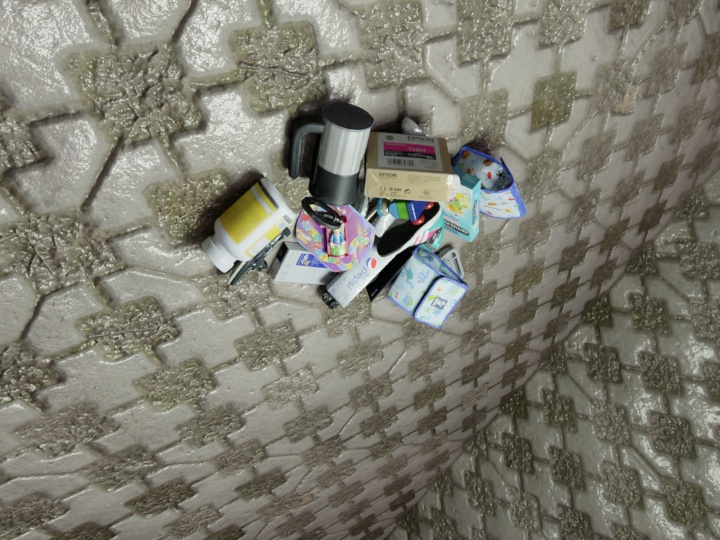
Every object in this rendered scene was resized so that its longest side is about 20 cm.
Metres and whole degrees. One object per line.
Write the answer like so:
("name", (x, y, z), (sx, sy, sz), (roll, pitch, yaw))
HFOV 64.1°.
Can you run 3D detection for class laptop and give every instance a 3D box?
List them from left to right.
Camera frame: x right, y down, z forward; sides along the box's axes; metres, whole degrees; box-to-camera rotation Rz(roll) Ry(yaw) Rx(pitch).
("laptop", (0.100, -0.003, 1.636), (0.178, 0.104, 0.198), (-47, 155, 15))

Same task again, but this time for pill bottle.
("pill bottle", (-0.245, -0.094, 1.244), (0.199, 0.113, 0.112), (-41, 145, 1))

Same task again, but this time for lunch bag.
("lunch bag", (0.202, 0.055, 1.728), (0.173, 0.197, 0.128), (-57, 176, 27))
("lunch bag", (0.357, -0.231, 1.576), (0.126, 0.198, 0.169), (-55, 143, -3))

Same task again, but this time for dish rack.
("dish rack", (0.255, 0.014, 1.886), (0.170, 0.044, 0.201), (-39, 145, -4))

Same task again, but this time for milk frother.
("milk frother", (-0.052, -0.219, 1.218), (0.175, 0.202, 0.192), (-10, 136, -28))

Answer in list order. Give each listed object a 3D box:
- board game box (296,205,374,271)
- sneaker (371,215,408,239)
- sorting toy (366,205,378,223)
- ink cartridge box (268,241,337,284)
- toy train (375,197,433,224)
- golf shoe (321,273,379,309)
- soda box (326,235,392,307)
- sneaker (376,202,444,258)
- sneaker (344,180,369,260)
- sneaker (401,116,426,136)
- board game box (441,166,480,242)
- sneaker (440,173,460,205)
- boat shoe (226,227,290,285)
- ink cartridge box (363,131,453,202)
("board game box", (-0.063, -0.083, 1.393), (0.199, 0.039, 0.158), (40, 106, -17))
("sneaker", (0.113, -0.121, 1.530), (0.197, 0.071, 0.082), (4, 125, -49))
("sorting toy", (0.050, -0.112, 1.573), (0.185, 0.037, 0.199), (-45, 149, 5))
("ink cartridge box", (-0.136, -0.016, 1.494), (0.196, 0.039, 0.101), (7, 123, -45))
("toy train", (0.122, -0.195, 1.409), (0.201, 0.112, 0.087), (-55, 137, -44))
("golf shoe", (-0.024, 0.025, 1.613), (0.197, 0.079, 0.094), (-35, -179, 6))
("soda box", (0.000, 0.000, 1.528), (0.068, 0.064, 0.200), (43, 93, -12))
("sneaker", (0.140, -0.081, 1.485), (0.197, 0.085, 0.121), (-36, 140, 5))
("sneaker", (-0.033, -0.128, 1.436), (0.083, 0.078, 0.207), (17, 102, -6))
("sneaker", (0.120, -0.278, 1.423), (0.115, 0.074, 0.200), (-43, 146, -1))
("board game box", (0.252, -0.189, 1.568), (0.047, 0.149, 0.203), (-45, 148, -24))
("sneaker", (0.188, -0.204, 1.504), (0.076, 0.080, 0.199), (-8, 162, -31))
("boat shoe", (-0.234, -0.033, 1.341), (0.065, 0.075, 0.201), (36, 94, -18))
("ink cartridge box", (0.105, -0.238, 1.307), (0.192, 0.168, 0.077), (3, 132, -3))
